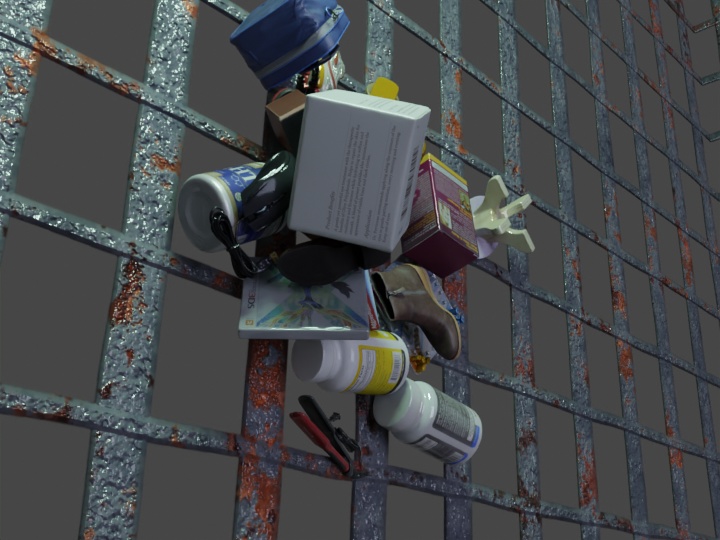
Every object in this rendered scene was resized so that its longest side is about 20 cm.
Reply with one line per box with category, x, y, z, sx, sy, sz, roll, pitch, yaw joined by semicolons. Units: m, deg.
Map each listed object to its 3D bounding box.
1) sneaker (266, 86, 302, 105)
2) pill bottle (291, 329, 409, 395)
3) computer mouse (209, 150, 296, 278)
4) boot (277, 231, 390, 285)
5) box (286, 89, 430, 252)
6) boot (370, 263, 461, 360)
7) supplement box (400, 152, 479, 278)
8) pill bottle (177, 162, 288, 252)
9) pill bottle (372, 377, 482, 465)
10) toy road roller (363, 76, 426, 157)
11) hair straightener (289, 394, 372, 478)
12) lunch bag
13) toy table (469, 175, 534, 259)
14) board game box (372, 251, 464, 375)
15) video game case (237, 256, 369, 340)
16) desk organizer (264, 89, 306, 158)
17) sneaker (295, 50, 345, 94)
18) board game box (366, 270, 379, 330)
sneaker;-0.100;-0.255;1.512;0.071;0.098;0.201;-45;130;-3
pill bottle;-0.018;0.152;1.437;0.198;0.110;0.114;12;67;-45
computer mouse;-0.133;-0.079;1.279;0.200;0.045;0.142;-48;133;-36
boot;-0.066;-0.051;1.381;0.185;0.200;0.070;-18;115;-14
box;0.001;-0.160;1.298;0.200;0.168;0.203;-55;156;-72
boot;0.100;0.086;1.577;0.165;0.072;0.203;-9;72;-54
supplement box;0.151;-0.109;1.698;0.130;0.102;0.203;31;42;-37
pill bottle;-0.180;-0.107;1.349;0.199;0.119;0.122;-22;92;-49
pill bottle;0.121;0.271;1.544;0.199;0.113;0.116;33;53;-36
toy road roller;0.051;-0.252;1.604;0.144;0.124;0.202;24;43;-8
hair straightener;-0.038;0.275;1.422;0.200;0.041;0.078;49;46;-24
lunch bag;-0.112;-0.414;1.478;0.133;0.198;0.137;51;40;-24
toy table;0.298;-0.107;1.876;0.185;0.116;0.201;53;43;-20
board game box;0.117;0.069;1.680;0.200;0.026;0.202;-42;108;-46
video game case;-0.088;0.040;1.325;0.184;0.196;0.022;-94;-173;-52
desk organizer;-0.089;-0.196;1.438;0.071;0.077;0.202;-30;128;-14
sneaker;-0.071;-0.402;1.621;0.082;0.077;0.204;23;69;-45
board game box;0.000;0.000;1.489;0.202;0.019;0.104;-101;175;-51
